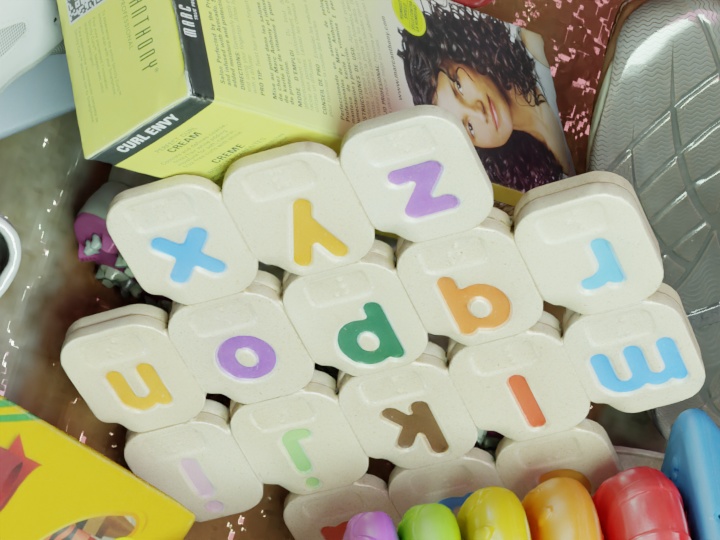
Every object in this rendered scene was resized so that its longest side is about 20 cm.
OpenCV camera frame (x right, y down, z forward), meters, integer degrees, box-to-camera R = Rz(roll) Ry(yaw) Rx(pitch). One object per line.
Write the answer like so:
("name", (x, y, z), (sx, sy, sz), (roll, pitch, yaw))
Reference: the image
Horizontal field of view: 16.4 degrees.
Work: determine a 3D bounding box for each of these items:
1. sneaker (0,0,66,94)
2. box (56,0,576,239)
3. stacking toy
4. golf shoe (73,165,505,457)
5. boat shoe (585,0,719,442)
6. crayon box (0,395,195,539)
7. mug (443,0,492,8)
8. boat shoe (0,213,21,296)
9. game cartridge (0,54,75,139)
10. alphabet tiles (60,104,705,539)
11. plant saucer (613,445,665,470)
("sneaker", (-0.125, -0.110, 0.796), (0.088, 0.074, 0.201), (28, 75, -40))
("box", (-0.009, -0.059, 0.821), (0.199, 0.050, 0.076), (12, 58, -48))
("stacking toy", (0.024, 0.113, 0.806), (0.198, 0.117, 0.110), (3, 132, -7))
("golf shoe", (0.000, 0.000, 0.881), (0.199, 0.075, 0.092), (30, 72, -23))
("boat shoe", (0.112, -0.023, 0.898), (0.075, 0.072, 0.201), (-14, 130, -5))
("crayon box", (-0.138, 0.096, 0.783), (0.200, 0.051, 0.128), (35, 82, -41))
("mug", (0.083, -0.176, 0.832), (0.133, 0.200, 0.178), (19, 39, -47))
("boat shoe", (-0.197, 0.030, 0.788), (0.199, 0.066, 0.072), (-22, 98, -24))
("game cartridge", (-0.126, -0.114, 0.844), (0.199, 0.041, 0.134), (-24, 102, -24))
("alphabet tiles", (0.007, 0.028, 0.823), (0.015, 0.199, 0.196), (-88, 157, -46))
("plant saucer", (0.084, 0.151, 0.880), (0.198, 0.032, 0.201), (0, 49, 0))
